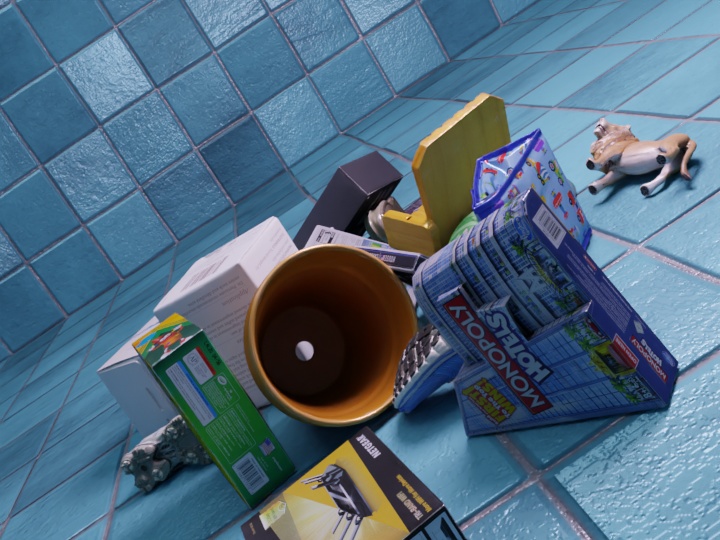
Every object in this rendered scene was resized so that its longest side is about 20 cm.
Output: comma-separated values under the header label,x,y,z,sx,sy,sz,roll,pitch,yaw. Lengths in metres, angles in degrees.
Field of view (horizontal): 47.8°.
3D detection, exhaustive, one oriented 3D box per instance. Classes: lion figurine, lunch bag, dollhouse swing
label,x,y,z,sx,sy,sz,roll,pitch,yaw
lion figurine,0.373,-0.150,1.062,0.122,0.073,0.199,-32,28,-27
lunch bag,0.193,-0.049,0.938,0.093,0.152,0.201,-24,18,27
dollhouse swing,0.118,-0.147,1.176,0.199,0.177,0.181,-40,29,-18

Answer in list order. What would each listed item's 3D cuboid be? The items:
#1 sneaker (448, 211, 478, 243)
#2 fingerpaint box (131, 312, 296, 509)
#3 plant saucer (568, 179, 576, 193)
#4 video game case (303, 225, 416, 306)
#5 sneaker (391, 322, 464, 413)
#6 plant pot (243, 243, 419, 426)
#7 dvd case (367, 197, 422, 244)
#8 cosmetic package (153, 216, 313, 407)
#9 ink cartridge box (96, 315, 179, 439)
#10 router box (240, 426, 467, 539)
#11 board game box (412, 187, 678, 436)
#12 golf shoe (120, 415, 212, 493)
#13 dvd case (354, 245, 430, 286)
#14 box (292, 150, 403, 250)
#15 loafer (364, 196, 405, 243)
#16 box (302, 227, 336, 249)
label,x,y,z,sx,sy,sz,roll,pitch,yaw
sneaker,0.183,-0.074,1.084,0.201,0.074,0.084,-51,-12,-2
fingerpaint box,-0.176,0.158,0.961,0.073,0.202,0.166,-36,16,-17
plant saucer,0.220,-0.089,1.200,0.198,0.028,0.201,-29,22,12
video game case,0.000,0.000,1.191,0.179,0.022,0.201,15,25,3
sneaker,0.107,0.091,0.845,0.200,0.089,0.079,-47,14,29
plant pot,-0.052,0.087,0.982,0.199,0.201,0.183,-39,2,-20
dvd case,0.091,-0.087,1.487,0.199,0.016,0.148,-38,16,-11
cosmetic package,-0.155,0.068,1.178,0.166,0.202,0.167,-26,17,22
ink cartridge box,-0.283,0.145,1.299,0.143,0.148,0.200,-21,19,36
router box,-0.013,0.231,0.703,0.156,0.053,0.200,-37,16,-11
board game box,0.136,0.062,0.725,0.199,0.200,0.062,-37,7,43
golf shoe,-0.238,0.225,1.122,0.198,0.079,0.097,-26,11,21
dvd case,0.086,0.011,1.000,0.025,0.149,0.200,-68,21,-3
box,-0.027,-0.107,1.478,0.201,0.079,0.141,-54,-9,34
loafer,0.043,-0.077,1.404,0.068,0.076,0.200,-40,2,13
box,-0.099,0.016,1.365,0.144,0.036,0.200,-37,-10,-16
